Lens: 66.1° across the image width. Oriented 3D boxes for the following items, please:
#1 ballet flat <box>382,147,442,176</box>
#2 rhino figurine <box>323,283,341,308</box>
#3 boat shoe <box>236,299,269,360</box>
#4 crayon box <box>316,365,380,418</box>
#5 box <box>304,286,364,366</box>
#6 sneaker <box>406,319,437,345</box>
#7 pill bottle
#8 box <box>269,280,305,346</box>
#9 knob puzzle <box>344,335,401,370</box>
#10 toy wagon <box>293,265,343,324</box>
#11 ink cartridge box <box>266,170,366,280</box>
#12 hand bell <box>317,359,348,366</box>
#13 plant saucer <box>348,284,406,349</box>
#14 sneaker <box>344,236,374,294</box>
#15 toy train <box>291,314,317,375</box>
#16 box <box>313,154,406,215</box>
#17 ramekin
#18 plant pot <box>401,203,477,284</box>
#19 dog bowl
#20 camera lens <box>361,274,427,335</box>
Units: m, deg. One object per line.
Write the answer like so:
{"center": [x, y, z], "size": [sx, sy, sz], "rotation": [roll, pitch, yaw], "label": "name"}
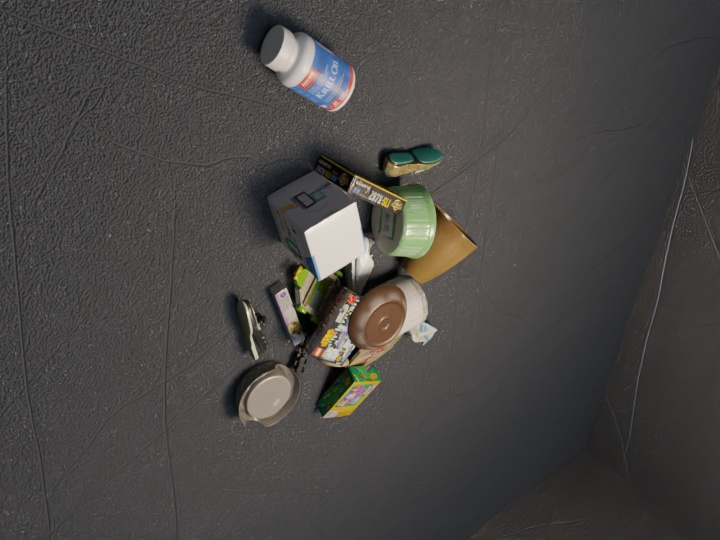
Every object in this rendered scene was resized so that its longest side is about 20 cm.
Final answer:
{"center": [0.140, -0.296, 1.527], "size": [0.196, 0.070, 0.073], "rotation": [-15, 126, -34], "label": "ballet flat"}
{"center": [-0.050, 0.110, 1.547], "size": [0.088, 0.059, 0.202], "rotation": [-52, 141, -25], "label": "rhino figurine"}
{"center": [-0.271, 0.145, 1.439], "size": [0.065, 0.074, 0.204], "rotation": [-27, 132, -27], "label": "boat shoe"}
{"center": [-0.038, 0.386, 1.759], "size": [0.117, 0.059, 0.201], "rotation": [7, 132, -42], "label": "crayon box"}
{"center": [-0.048, 0.157, 1.506], "size": [0.135, 0.040, 0.203], "rotation": [25, 101, -44], "label": "box"}
{"center": [0.186, 0.195, 1.866], "size": [0.082, 0.076, 0.199], "rotation": [-53, 135, 4], "label": "sneaker"}
{"center": [-0.113, -0.432, 1.180], "size": [0.197, 0.112, 0.114], "rotation": [16, 106, -45], "label": "pill bottle"}
{"center": [-0.198, 0.121, 1.510], "size": [0.038, 0.041, 0.204], "rotation": [-31, 132, -20], "label": "box"}
{"center": [0.023, 0.263, 1.753], "size": [0.216, 0.031, 0.221], "rotation": [-29, 161, -11], "label": "knob puzzle"}
{"center": [-0.125, 0.045, 1.504], "size": [0.200, 0.039, 0.158], "rotation": [42, 69, -46], "label": "toy wagon"}
{"center": [-0.106, -0.112, 1.325], "size": [0.144, 0.199, 0.149], "rotation": [-31, 133, -18], "label": "ink cartridge box"}
{"center": [-0.068, 0.169, 1.641], "size": [0.102, 0.103, 0.206], "rotation": [2, 102, -41], "label": "hand bell"}
{"center": [0.058, 0.138, 1.520], "size": [0.196, 0.037, 0.205], "rotation": [-19, 126, -28], "label": "plant saucer"}
{"center": [0.000, 0.000, 1.570], "size": [0.078, 0.077, 0.205], "rotation": [-10, 124, -22], "label": "sneaker"}
{"center": [-0.161, 0.211, 1.598], "size": [0.033, 0.046, 0.205], "rotation": [8, 108, -37], "label": "toy train"}
{"center": [0.001, -0.212, 1.383], "size": [0.197, 0.159, 0.050], "rotation": [18, 106, -44], "label": "box"}
{"center": [0.110, -0.134, 1.506], "size": [0.095, 0.200, 0.205], "rotation": [-3, 119, -29], "label": "ramekin"}
{"center": [0.224, -0.064, 1.676], "size": [0.201, 0.188, 0.185], "rotation": [-48, 138, 14], "label": "plant pot"}
{"center": [-0.270, 0.350, 1.583], "size": [0.196, 0.058, 0.205], "rotation": [-22, 129, -29], "label": "dog bowl"}
{"center": [0.094, 0.116, 1.672], "size": [0.196, 0.159, 0.164], "rotation": [-23, 130, -27], "label": "camera lens"}
